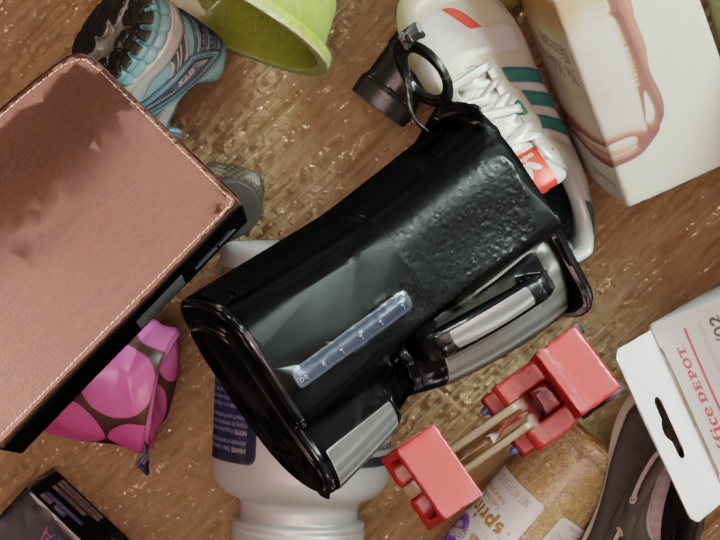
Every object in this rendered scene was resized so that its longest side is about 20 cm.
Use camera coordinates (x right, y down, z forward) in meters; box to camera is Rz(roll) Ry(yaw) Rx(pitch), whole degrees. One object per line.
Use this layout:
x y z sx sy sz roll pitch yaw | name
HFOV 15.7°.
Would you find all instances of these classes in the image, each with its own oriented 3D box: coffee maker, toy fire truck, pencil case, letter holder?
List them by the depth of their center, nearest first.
0.081 0.091 1.497 0.141 0.200 0.049 -35 85 -5 | toy fire truck
0.000 0.000 1.502 0.200 0.135 0.192 -34 81 -16 | coffee maker
-0.187 -0.012 1.540 0.142 0.101 0.200 44 86 3 | letter holder
-0.215 0.060 1.629 0.200 0.094 0.091 15 60 0 | pencil case

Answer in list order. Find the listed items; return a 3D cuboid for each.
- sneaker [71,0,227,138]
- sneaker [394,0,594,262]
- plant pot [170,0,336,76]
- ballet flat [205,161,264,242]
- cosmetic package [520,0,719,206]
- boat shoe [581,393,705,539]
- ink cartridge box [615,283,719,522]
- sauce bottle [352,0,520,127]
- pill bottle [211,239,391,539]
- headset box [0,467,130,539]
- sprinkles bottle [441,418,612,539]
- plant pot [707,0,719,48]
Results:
-0.158 -0.087 1.615 0.200 0.086 0.078 -41 46 32 | sneaker
0.090 -0.087 1.565 0.070 0.093 0.200 -29 117 1 | sneaker
-0.068 -0.244 1.566 0.200 0.200 0.184 27 83 3 | plant pot
-0.154 -0.023 1.649 0.200 0.046 0.067 -22 123 11 | ballet flat
0.149 -0.153 1.550 0.087 0.103 0.200 -25 110 -5 | cosmetic package
0.174 0.165 1.587 0.067 0.057 0.200 -6 119 -24 | boat shoe
0.244 0.058 1.540 0.068 0.200 0.115 -24 91 39 | ink cartridge box
0.071 -0.178 1.609 0.066 0.066 0.200 35 96 2 | sauce bottle
-0.035 0.083 1.608 0.111 0.111 0.200 3 93 4 | pill bottle
-0.206 0.258 1.641 0.174 0.093 0.200 44 96 2 | headset box
0.084 0.179 1.626 0.068 0.068 0.200 40 95 1 | sprinkles bottle
0.292 -0.124 1.536 0.187 0.187 0.200 -35 61 6 | plant pot
